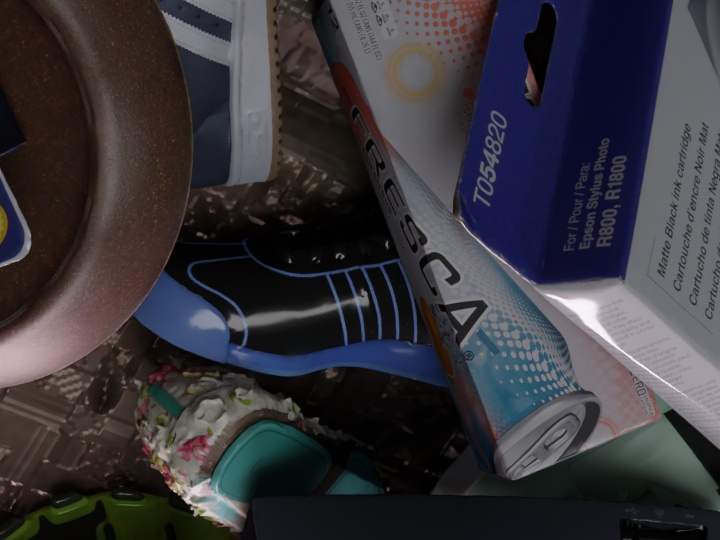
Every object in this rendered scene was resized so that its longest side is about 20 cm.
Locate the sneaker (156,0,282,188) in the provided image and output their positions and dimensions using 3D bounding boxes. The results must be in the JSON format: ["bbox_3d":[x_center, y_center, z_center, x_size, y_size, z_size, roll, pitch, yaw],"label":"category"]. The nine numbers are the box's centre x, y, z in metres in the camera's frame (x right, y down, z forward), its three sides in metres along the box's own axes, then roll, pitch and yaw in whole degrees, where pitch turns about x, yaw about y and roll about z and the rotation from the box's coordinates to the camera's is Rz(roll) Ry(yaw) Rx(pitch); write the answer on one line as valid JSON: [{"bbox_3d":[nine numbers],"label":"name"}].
[{"bbox_3d":[-0.090,-0.112,0.710,0.108,0.070,0.201,-11,124,-13],"label":"sneaker"}]

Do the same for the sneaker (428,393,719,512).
[{"bbox_3d":[0.107,0.107,0.845,0.074,0.118,0.201,-16,149,-55],"label":"sneaker"}]

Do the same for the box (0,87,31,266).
[{"bbox_3d":[-0.196,-0.081,0.652,0.120,0.032,0.201,-20,99,16],"label":"box"}]

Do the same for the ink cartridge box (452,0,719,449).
[{"bbox_3d":[0.129,-0.048,0.753,0.040,0.201,0.200,-20,134,41],"label":"ink cartridge box"}]

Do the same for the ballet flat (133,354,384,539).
[{"bbox_3d":[-0.040,0.086,0.835,0.076,0.064,0.200,-50,150,-10],"label":"ballet flat"}]

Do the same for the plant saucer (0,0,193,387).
[{"bbox_3d":[-0.160,-0.049,0.687,0.199,0.034,0.202,3,104,11],"label":"plant saucer"}]

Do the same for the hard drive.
[{"bbox_3d":[0.045,0.141,0.801,0.198,0.043,0.135,3,144,-10],"label":"hard drive"}]

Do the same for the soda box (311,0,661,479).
[{"bbox_3d":[0.047,-0.023,0.752,0.068,0.064,0.201,-21,90,-8],"label":"soda box"}]

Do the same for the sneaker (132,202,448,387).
[{"bbox_3d":[0.000,0.000,0.808,0.199,0.070,0.078,8,115,-30],"label":"sneaker"}]

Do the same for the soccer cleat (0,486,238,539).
[{"bbox_3d":[-0.150,0.153,0.856,0.199,0.065,0.084,-16,142,-10],"label":"soccer cleat"}]
